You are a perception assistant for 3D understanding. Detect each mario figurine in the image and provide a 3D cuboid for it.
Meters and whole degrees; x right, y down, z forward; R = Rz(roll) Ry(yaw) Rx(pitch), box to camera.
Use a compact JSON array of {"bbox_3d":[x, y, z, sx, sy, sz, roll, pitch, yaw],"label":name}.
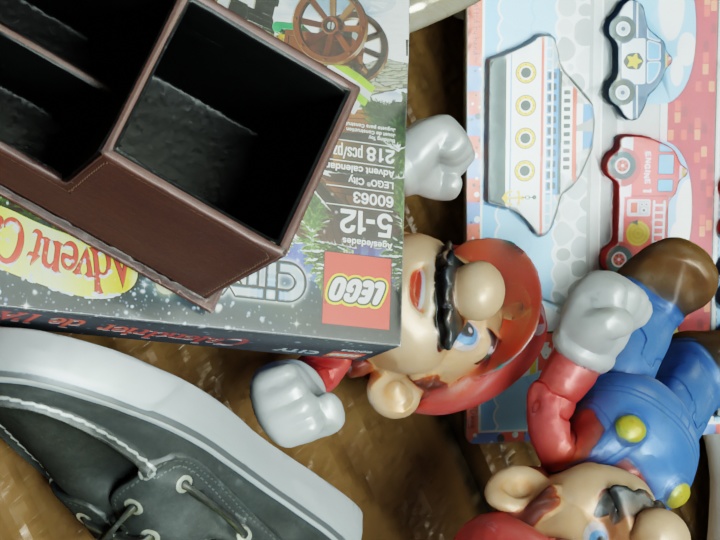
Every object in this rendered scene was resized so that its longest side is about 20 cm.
[{"bbox_3d":[0.000,0.000,0.985,0.200,0.106,0.124,15,106,-37],"label":"mario figurine"},{"bbox_3d":[0.115,0.079,0.998,0.123,0.106,0.200,28,50,3],"label":"mario figurine"}]

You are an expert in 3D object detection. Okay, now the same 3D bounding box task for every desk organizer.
[{"bbox_3d":[-0.107,-0.071,0.830,0.200,0.077,0.072,30,69,-14],"label":"desk organizer"}]

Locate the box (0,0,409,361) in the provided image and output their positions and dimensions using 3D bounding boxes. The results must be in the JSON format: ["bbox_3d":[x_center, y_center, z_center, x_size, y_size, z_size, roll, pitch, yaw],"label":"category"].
[{"bbox_3d":[-0.081,-0.046,0.899,0.200,0.038,0.137,6,77,-21],"label":"box"}]

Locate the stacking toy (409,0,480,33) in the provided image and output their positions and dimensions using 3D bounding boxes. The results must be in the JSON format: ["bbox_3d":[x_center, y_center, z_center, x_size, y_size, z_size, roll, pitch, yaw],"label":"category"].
[{"bbox_3d":[-0.017,-0.190,1.027,0.085,0.085,0.200,-30,102,-46],"label":"stacking toy"}]

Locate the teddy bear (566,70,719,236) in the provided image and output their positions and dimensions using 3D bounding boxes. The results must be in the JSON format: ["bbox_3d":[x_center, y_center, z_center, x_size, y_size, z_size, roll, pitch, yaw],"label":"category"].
[{"bbox_3d":[0.157,-0.057,1.157,0.145,0.067,0.200,18,102,-48],"label":"teddy bear"}]

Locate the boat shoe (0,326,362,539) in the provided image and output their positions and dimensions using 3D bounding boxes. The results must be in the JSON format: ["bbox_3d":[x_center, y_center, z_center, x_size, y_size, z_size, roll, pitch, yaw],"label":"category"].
[{"bbox_3d":[-0.070,0.081,0.928,0.200,0.069,0.057,35,59,-41],"label":"boat shoe"}]

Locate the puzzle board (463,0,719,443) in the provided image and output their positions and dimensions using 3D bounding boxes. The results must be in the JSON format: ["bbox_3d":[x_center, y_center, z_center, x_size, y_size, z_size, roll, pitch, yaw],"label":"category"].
[{"bbox_3d":[0.119,-0.026,1.097,0.151,0.017,0.200,-2,98,-12],"label":"puzzle board"}]

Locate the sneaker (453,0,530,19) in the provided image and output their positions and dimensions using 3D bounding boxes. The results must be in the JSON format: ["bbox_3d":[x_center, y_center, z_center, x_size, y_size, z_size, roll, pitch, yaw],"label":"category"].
[{"bbox_3d":[0.094,-0.121,1.153,0.116,0.074,0.200,-45,123,-24],"label":"sneaker"}]

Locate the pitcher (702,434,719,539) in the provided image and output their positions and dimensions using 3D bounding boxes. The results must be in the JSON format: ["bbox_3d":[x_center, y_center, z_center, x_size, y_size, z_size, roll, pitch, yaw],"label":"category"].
[{"bbox_3d":[0.231,0.126,1.214,0.172,0.121,0.200,-9,80,-44],"label":"pitcher"}]
